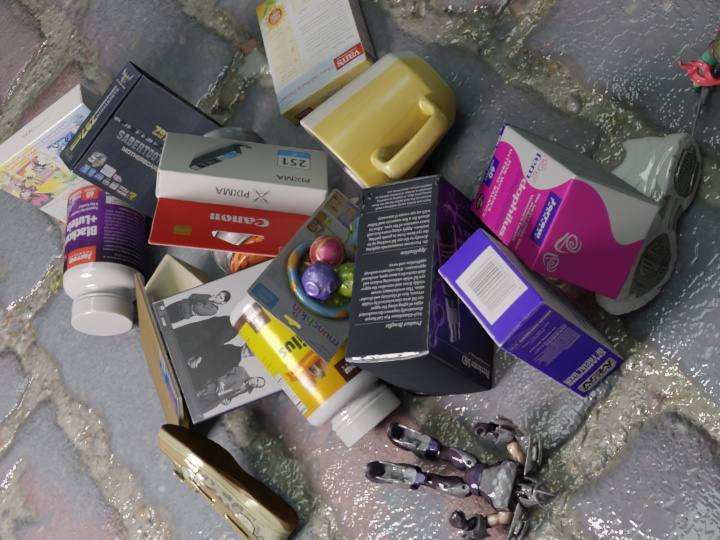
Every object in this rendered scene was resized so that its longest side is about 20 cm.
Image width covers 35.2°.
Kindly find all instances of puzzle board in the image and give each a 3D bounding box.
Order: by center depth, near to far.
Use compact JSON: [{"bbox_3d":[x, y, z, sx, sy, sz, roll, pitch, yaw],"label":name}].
[{"bbox_3d":[-0.248,0.123,1.431,0.017,0.151,0.201,-14,53,-18],"label":"puzzle board"}]

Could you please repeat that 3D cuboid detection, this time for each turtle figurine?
[{"bbox_3d":[0.401,-0.227,1.132,0.149,0.101,0.201,16,75,39],"label":"turtle figurine"}]

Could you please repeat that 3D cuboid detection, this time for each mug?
[{"bbox_3d":[0.044,-0.165,1.337,0.153,0.149,0.187,-45,56,0],"label":"mug"}]

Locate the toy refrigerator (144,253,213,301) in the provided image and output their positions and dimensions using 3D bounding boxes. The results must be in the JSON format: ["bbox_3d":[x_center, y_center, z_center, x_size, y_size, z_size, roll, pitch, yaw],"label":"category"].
[{"bbox_3d":[-0.187,0.062,1.439,0.200,0.076,0.070,36,93,39],"label":"toy refrigerator"}]

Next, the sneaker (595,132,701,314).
[{"bbox_3d":[0.276,-0.049,1.166,0.099,0.078,0.201,10,69,46],"label":"sneaker"}]

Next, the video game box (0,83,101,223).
[{"bbox_3d":[-0.402,-0.156,1.614,0.199,0.182,0.047,-31,56,20],"label":"video game box"}]

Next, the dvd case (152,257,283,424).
[{"bbox_3d":[-0.127,0.075,1.333,0.198,0.025,0.151,-20,83,-4],"label":"dvd case"}]

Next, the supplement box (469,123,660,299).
[{"bbox_3d":[0.198,-0.064,1.135,0.102,0.103,0.200,-67,20,14],"label":"supplement box"}]

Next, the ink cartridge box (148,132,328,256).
[{"bbox_3d":[-0.137,-0.088,1.315,0.177,0.198,0.045,-93,11,-54],"label":"ink cartridge box"}]

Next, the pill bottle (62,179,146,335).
[{"bbox_3d":[-0.353,-0.018,1.566,0.111,0.111,0.202,-19,61,28],"label":"pill bottle"}]

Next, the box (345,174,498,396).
[{"bbox_3d":[0.071,0.021,1.227,0.104,0.148,0.202,-8,68,32],"label":"box"}]

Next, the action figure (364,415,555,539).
[{"bbox_3d":[0.109,0.212,1.171,0.199,0.069,0.131,8,67,33],"label":"action figure"}]

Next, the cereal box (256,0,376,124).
[{"bbox_3d":[-0.061,-0.313,1.529,0.143,0.039,0.201,-29,57,23],"label":"cereal box"}]

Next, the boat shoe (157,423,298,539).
[{"bbox_3d":[-0.165,0.253,1.314,0.199,0.073,0.063,37,100,17],"label":"boat shoe"}]

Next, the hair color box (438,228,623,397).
[{"bbox_3d":[0.170,0.045,1.110,0.065,0.200,0.110,-46,52,12],"label":"hair color box"}]

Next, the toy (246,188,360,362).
[{"bbox_3d":[-0.024,-0.008,1.242,0.047,0.115,0.200,-47,4,46],"label":"toy"}]

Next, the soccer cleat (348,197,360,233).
[{"bbox_3d":[0.000,0.000,1.339,0.085,0.069,0.201,-22,63,-7],"label":"soccer cleat"}]

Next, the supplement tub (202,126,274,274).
[{"bbox_3d":[-0.145,-0.076,1.436,0.122,0.122,0.201,-39,54,16],"label":"supplement tub"}]

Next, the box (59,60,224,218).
[{"bbox_3d":[-0.276,-0.161,1.515,0.158,0.200,0.051,-52,47,5],"label":"box"}]

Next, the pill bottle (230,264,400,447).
[{"bbox_3d":[-0.047,0.095,1.264,0.109,0.109,0.200,-41,84,14],"label":"pill bottle"}]
